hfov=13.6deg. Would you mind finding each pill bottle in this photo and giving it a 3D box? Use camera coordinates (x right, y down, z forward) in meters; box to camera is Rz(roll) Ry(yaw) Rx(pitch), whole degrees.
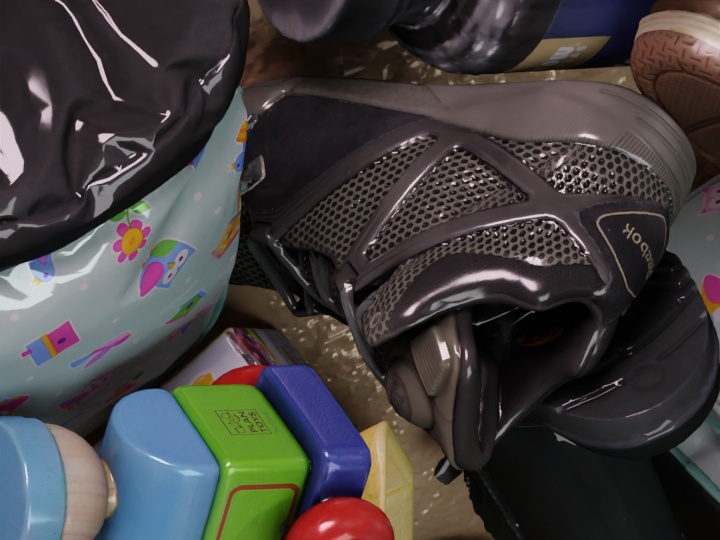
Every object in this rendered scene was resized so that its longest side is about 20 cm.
[{"bbox_3d":[0.067,-0.120,0.962,0.199,0.112,0.112,-6,125,-27],"label":"pill bottle"}]

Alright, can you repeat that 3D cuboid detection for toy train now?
[{"bbox_3d":[-0.075,0.124,0.901,0.115,0.085,0.201,1,122,-30],"label":"toy train"}]

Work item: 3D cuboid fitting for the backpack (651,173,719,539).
[{"bbox_3d":[0.201,0.027,1.107,0.199,0.176,0.154,-32,137,-11],"label":"backpack"}]

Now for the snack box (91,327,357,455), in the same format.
[{"bbox_3d":[-0.095,0.102,1.019,0.200,0.053,0.142,-41,177,3],"label":"snack box"}]

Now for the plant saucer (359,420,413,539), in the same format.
[{"bbox_3d":[-0.010,0.159,1.024,0.048,0.201,0.200,0,172,3],"label":"plant saucer"}]

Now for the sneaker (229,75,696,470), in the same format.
[{"bbox_3d":[0.000,0.000,0.954,0.076,0.198,0.115,61,42,-42],"label":"sneaker"}]

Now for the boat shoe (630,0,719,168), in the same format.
[{"bbox_3d":[0.168,-0.054,0.966,0.202,0.075,0.075,28,73,-35],"label":"boat shoe"}]

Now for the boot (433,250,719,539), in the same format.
[{"bbox_3d":[0.075,0.055,1.042,0.073,0.198,0.163,-33,125,-14],"label":"boot"}]

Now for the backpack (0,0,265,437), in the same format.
[{"bbox_3d":[-0.109,-0.021,0.888,0.166,0.127,0.200,-25,164,-16],"label":"backpack"}]
